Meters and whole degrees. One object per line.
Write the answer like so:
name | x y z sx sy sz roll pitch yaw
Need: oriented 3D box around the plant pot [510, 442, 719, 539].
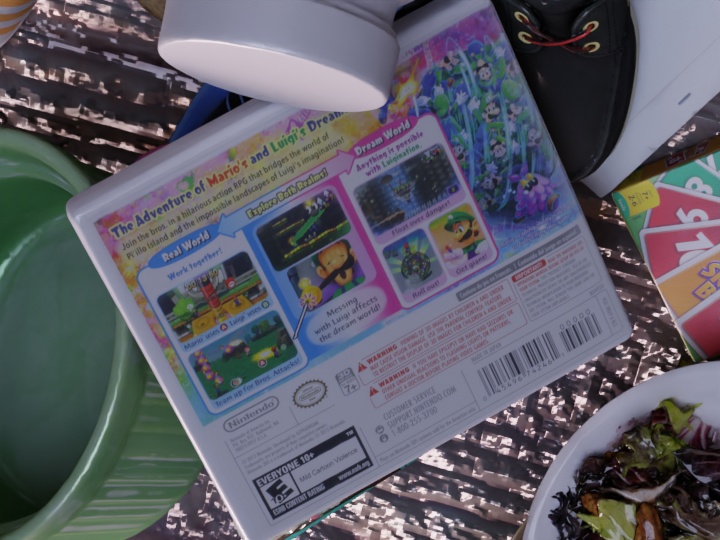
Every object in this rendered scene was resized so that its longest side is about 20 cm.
plant pot | 0.152 0.179 1.112 0.198 0.027 0.202 0 95 -1

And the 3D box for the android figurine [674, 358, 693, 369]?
android figurine | 0.228 0.121 1.138 0.199 0.041 0.183 24 116 3

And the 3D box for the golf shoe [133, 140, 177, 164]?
golf shoe | -0.013 -0.007 1.057 0.199 0.092 0.075 13 159 -34

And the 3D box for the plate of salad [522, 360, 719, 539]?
plate of salad | 0.172 0.142 1.073 0.198 0.048 0.202 0 95 0

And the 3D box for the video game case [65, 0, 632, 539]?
video game case | 0.000 0.000 1.022 0.199 0.024 0.183 -29 115 -4

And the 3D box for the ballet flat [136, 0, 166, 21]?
ballet flat | -0.065 -0.186 1.021 0.070 0.065 0.201 -23 137 -23

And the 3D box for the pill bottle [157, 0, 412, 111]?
pill bottle | -0.013 -0.173 0.939 0.115 0.116 0.201 12 82 8

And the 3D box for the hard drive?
hard drive | 0.079 -0.140 1.052 0.200 0.026 0.132 40 121 -11

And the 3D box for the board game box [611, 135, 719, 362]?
board game box | 0.224 -0.035 1.078 0.199 0.030 0.096 -23 107 19

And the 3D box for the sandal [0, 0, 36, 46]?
sandal | -0.168 -0.163 1.074 0.079 0.059 0.207 38 130 -8

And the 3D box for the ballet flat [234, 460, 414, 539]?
ballet flat | 0.006 0.069 1.149 0.199 0.076 0.064 -34 95 21

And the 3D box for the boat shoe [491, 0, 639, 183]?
boat shoe | 0.080 -0.123 1.011 0.073 0.063 0.203 1 121 11

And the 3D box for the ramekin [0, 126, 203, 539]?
ramekin | -0.154 0.039 1.111 0.199 0.097 0.202 -7 79 35

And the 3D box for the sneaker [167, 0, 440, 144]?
sneaker | -0.026 -0.081 1.071 0.078 0.070 0.200 36 135 -3
